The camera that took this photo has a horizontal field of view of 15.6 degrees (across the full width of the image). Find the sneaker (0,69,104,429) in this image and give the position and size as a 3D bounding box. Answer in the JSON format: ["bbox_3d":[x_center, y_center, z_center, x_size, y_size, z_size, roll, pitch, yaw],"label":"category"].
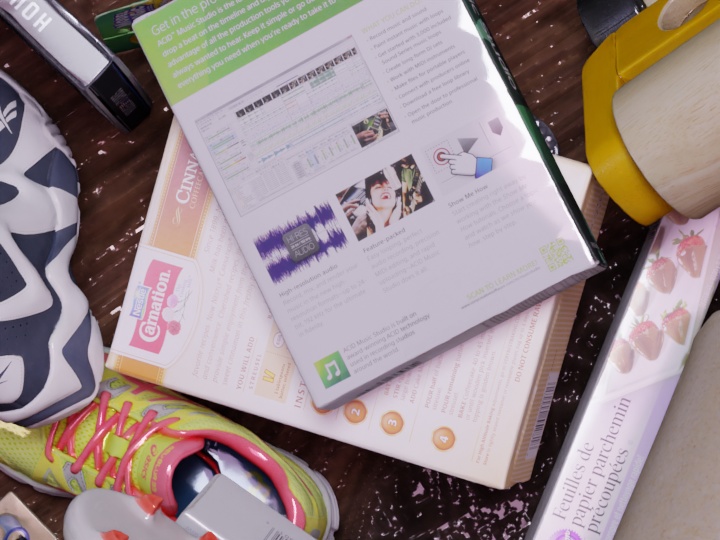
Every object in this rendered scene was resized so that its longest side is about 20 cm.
[{"bbox_3d":[-0.193,-0.030,1.219,0.079,0.130,0.199,-21,65,20],"label":"sneaker"}]

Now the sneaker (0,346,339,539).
[{"bbox_3d":[-0.103,0.085,1.257,0.200,0.090,0.078,20,87,2],"label":"sneaker"}]

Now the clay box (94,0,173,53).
[{"bbox_3d":[-0.040,-0.167,1.266,0.200,0.115,0.048,-23,86,-3],"label":"clay box"}]

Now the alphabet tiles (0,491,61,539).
[{"bbox_3d":[-0.182,0.212,1.279,0.166,0.006,0.200,-45,87,1],"label":"alphabet tiles"}]

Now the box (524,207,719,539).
[{"bbox_3d":[0.133,0.057,1.290,0.039,0.041,0.200,22,85,1],"label":"box"}]

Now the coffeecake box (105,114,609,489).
[{"bbox_3d":[0.000,0.000,1.236,0.200,0.073,0.154,16,93,13],"label":"coffeecake box"}]

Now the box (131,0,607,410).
[{"bbox_3d":[0.003,-0.057,1.184,0.144,0.036,0.200,-27,83,11],"label":"box"}]

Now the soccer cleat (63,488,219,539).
[{"bbox_3d":[-0.063,0.180,1.139,0.200,0.069,0.078,44,121,-1],"label":"soccer cleat"}]

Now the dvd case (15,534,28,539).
[{"bbox_3d":[-0.110,0.217,1.151,0.200,0.143,0.018,46,50,-1],"label":"dvd case"}]

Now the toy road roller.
[{"bbox_3d":[0.192,-0.084,1.231,0.123,0.200,0.146,-35,115,25],"label":"toy road roller"}]

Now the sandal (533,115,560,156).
[{"bbox_3d":[0.007,-0.022,1.297,0.200,0.045,0.075,-31,81,11],"label":"sandal"}]

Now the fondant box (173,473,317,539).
[{"bbox_3d":[-0.063,0.216,1.212,0.144,0.058,0.200,34,111,3],"label":"fondant box"}]

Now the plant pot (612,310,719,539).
[{"bbox_3d":[0.201,0.123,1.225,0.200,0.200,0.184,17,74,0],"label":"plant pot"}]

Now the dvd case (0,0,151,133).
[{"bbox_3d":[-0.164,-0.130,1.217,0.150,0.200,0.025,43,87,2],"label":"dvd case"}]
